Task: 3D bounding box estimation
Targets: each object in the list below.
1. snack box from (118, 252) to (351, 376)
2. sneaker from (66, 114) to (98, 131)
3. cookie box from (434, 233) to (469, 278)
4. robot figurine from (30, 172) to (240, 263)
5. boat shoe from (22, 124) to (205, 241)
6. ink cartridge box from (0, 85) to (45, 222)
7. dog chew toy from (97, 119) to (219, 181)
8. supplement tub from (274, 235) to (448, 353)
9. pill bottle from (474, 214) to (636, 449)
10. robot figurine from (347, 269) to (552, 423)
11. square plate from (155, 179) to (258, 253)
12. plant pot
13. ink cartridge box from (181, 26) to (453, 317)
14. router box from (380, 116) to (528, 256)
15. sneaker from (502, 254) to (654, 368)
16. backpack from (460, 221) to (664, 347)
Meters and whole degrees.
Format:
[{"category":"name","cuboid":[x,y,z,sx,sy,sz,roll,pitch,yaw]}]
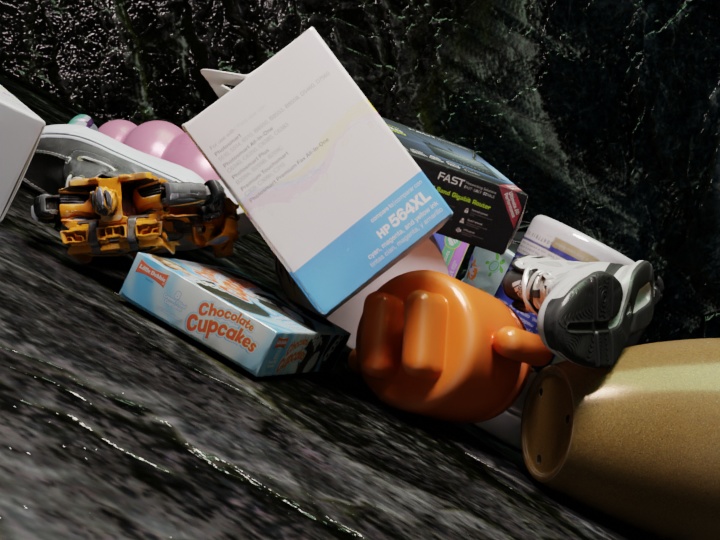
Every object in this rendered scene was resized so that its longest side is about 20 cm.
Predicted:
[{"category":"snack box","cuboid":[-0.086,0.034,0.895,0.115,0.037,0.200,28,4,13]},{"category":"sneaker","cuboid":[-0.287,-0.102,1.240,0.087,0.074,0.200,43,8,-12]},{"category":"cookie box","cuboid":[0.048,-0.002,1.386,0.074,0.173,0.200,23,5,-12]},{"category":"robot figurine","cuboid":[-0.160,-0.037,0.910,0.143,0.059,0.200,-6,-2,9]},{"category":"boat shoe","cuboid":[-0.236,-0.078,1.085,0.197,0.073,0.071,13,34,10]},{"category":"ink cartridge box","cuboid":[-0.333,-0.122,0.882,0.145,0.084,0.200,25,5,-33]},{"category":"dog chew toy","cuboid":[-0.226,-0.116,1.391,0.198,0.126,0.124,21,2,12]},{"category":"supplement tub","cuboid":[0.000,0.000,1.170,0.144,0.146,0.200,26,3,-17]},{"category":"pill bottle","cuboid":[0.173,0.062,1.137,0.119,0.202,0.120,27,3,-2]},{"category":"robot figurine","cuboid":[0.070,0.066,1.005,0.199,0.144,0.117,22,31,-57]},{"category":"square plate","cuboid":[-0.113,-0.066,1.191,0.197,0.029,0.198,-16,16,3]},{"category":"plant pot","cuboid":[0.239,0.137,0.991,0.197,0.189,0.186,8,9,-17]},{"category":"ink cartridge box","cuboid":[-0.039,-0.081,0.936,0.201,0.125,0.129,54,-2,2]},{"category":"router box","cuboid":[0.038,-0.093,1.109,0.198,0.063,0.150,17,15,-22]},{"category":"sneaker","cuboid":[0.157,0.031,0.977,0.114,0.077,0.200,3,8,30]},{"category":"backpack","cuboid":[0.203,0.033,1.288,0.198,0.152,0.177,29,17,10]}]
